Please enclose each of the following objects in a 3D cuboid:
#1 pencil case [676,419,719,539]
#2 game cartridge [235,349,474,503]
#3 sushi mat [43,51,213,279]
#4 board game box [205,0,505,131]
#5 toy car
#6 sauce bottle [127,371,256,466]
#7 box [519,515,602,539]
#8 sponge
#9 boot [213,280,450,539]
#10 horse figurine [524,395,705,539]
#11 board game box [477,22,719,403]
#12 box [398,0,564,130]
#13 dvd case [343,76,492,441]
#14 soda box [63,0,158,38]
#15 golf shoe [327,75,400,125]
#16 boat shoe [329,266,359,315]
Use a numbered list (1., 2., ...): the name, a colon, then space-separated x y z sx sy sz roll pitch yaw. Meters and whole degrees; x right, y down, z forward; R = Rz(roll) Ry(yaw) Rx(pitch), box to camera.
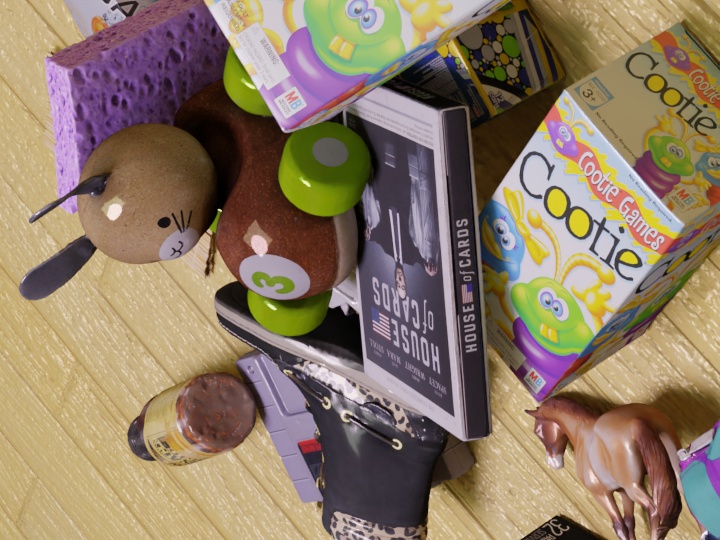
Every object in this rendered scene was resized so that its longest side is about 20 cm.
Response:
1. pencil case: 0.245 0.076 1.286 0.092 0.085 0.201 20 136 2
2. game cartridge: -0.008 0.106 1.670 0.200 0.038 0.130 -17 96 54
3. sushi mat: -0.179 -0.082 1.763 0.200 0.012 0.096 39 138 27
4. board game box: 0.026 -0.176 1.267 0.199 0.105 0.103 -32 90 17
5. toy car: -0.115 -0.035 1.419 0.158 0.199 0.165 60 154 26
6. sauce bottle: -0.139 0.122 1.803 0.066 0.066 0.200 60 158 0
7. box: 0.155 0.279 1.489 0.200 0.148 0.125 27 132 38
8. sponge: -0.122 -0.125 1.500 0.030 0.200 0.112 26 134 35
9. boot: -0.025 0.104 1.589 0.203 0.073 0.155 24 123 27
10. horse figurine: 0.168 0.131 1.425 0.200 0.050 0.133 137 115 -76
11. board game box: 0.143 -0.030 1.321 0.105 0.103 0.200 50 144 14
12. box: 0.037 -0.182 1.372 0.064 0.070 0.201 -26 94 54
13. dvd case: 0.032 -0.013 1.373 0.150 0.025 0.201 -150 52 -63
14. soda box: -0.173 -0.211 1.612 0.201 0.068 0.064 59 145 3
15. golf shoe: 0.013 -0.133 1.452 0.094 0.078 0.201 8 124 28
16. boat shoe: 0.000 0.000 1.549 0.199 0.072 0.069 30 119 22
